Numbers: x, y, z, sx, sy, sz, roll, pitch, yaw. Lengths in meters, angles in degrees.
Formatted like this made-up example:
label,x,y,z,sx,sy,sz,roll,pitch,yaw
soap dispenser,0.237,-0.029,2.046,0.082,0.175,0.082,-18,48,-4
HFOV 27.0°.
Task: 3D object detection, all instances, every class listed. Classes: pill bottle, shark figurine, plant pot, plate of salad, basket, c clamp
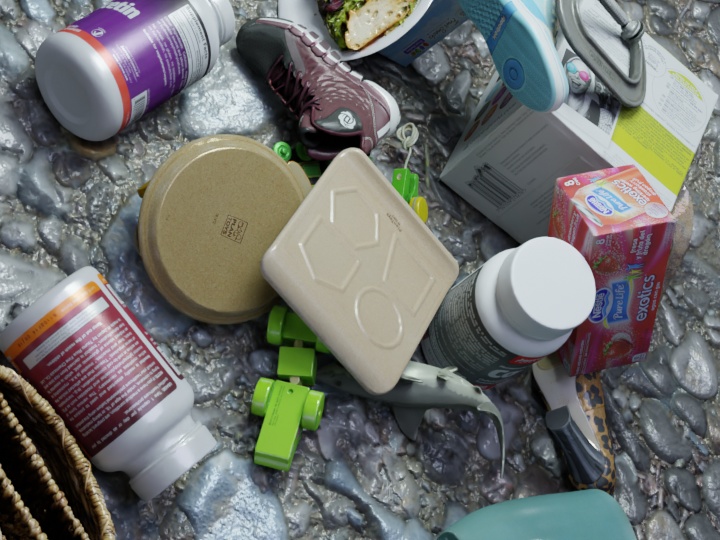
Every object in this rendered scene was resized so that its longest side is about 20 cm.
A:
label,x,y,z,sx,sy,sz,roll,pitch,yaw
pill bottle,0.151,0.046,1.543,0.113,0.200,0.115,8,68,-21
pill bottle,-0.224,0.105,1.354,0.200,0.113,0.113,51,54,-1
pill bottle,-0.220,-0.220,1.498,0.113,0.112,0.200,51,53,-2
shark figurine,0.071,0.140,1.524,0.128,0.213,0.090,-22,124,-59
plant pot,0.157,0.312,1.449,0.160,0.201,0.202,3,67,-17
plate of salad,-0.006,-0.318,1.632,0.048,0.199,0.201,45,43,-53
basket,-0.289,0.177,1.262,0.142,0.149,0.201,-29,85,-36
c clamp,0.253,-0.273,1.576,0.200,0.027,0.172,44,43,-34

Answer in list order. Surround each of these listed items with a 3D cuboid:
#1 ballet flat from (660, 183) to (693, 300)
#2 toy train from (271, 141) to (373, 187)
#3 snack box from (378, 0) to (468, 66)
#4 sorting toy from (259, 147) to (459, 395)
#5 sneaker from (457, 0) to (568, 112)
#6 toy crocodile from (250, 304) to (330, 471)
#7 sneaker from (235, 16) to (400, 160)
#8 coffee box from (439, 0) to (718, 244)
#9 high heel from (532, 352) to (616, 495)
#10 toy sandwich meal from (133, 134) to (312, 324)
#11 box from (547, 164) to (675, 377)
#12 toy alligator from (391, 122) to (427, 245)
label,x,y,z,sx,sy,sz,roll,pitch,yaw
ballet flat,0.321,-0.006,1.688,0.068,0.201,0.067,27,26,34
toy train,-0.070,-0.107,1.585,0.199,0.042,0.057,-8,84,-33
snack box,0.087,-0.358,1.705,0.067,0.168,0.201,23,60,-26
sorting toy,0.000,0.000,1.504,0.185,0.036,0.200,48,46,-14
sneaker,0.192,-0.256,1.559,0.130,0.080,0.201,-13,66,-32
toy crocodile,-0.063,0.100,1.483,0.067,0.062,0.201,8,69,7
sneaker,-0.060,-0.184,1.571,0.199,0.076,0.116,31,43,4
coffee box,0.246,-0.152,1.692,0.200,0.200,0.198,37,55,-11
high heel,0.247,0.151,1.667,0.143,0.071,0.201,57,29,-33
toy sandwich meal,-0.134,-0.044,1.491,0.204,0.070,0.207,-1,93,-28
box,0.253,0.002,1.570,0.095,0.201,0.100,-10,43,-14
toy alligator,0.046,-0.063,1.628,0.054,0.059,0.201,55,40,-52
